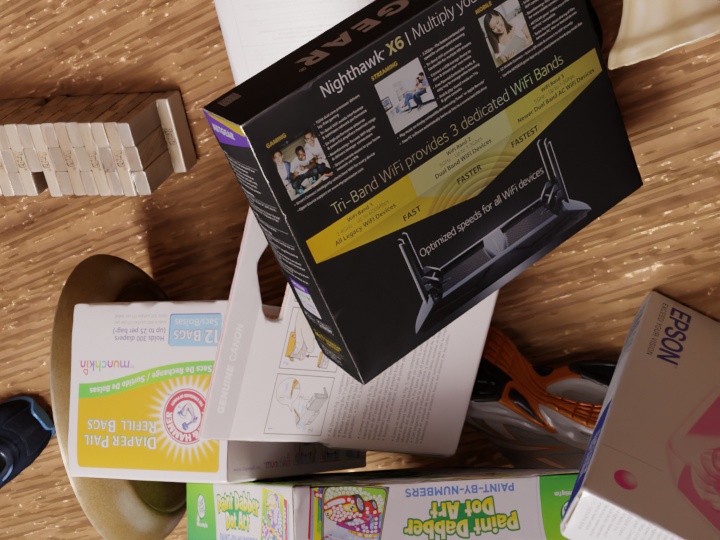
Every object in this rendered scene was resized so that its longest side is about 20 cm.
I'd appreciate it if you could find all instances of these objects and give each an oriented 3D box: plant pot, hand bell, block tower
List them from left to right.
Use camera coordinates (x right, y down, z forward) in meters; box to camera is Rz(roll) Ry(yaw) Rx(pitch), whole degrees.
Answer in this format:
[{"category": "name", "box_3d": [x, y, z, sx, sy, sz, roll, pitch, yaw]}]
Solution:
[{"category": "block tower", "box_3d": [-0.215, -0.085, 0.864, 0.198, 0.058, 0.055, 0, 119, 22]}, {"category": "plant pot", "box_3d": [-0.148, 0.086, 0.850, 0.027, 0.200, 0.202, -11, 114, 14]}, {"category": "hand bell", "box_3d": [0.141, -0.214, 0.631, 0.103, 0.104, 0.202, -16, 99, 30]}]

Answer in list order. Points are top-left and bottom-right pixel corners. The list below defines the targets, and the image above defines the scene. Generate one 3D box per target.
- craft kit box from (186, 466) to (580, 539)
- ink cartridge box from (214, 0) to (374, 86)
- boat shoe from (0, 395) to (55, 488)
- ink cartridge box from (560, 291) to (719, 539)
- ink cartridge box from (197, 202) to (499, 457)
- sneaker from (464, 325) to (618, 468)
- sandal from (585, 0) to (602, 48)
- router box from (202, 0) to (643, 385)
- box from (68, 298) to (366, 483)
[{"category": "craft kit box", "box_3d": [0.013, 0.146, 0.779, 0.200, 0.195, 0.049, 161, 111, -65]}, {"category": "ink cartridge box", "box_3d": [-0.015, -0.104, 0.764, 0.103, 0.059, 0.202, -1, 117, 23]}, {"category": "boat shoe", "box_3d": [-0.337, 0.165, 1.052, 0.084, 0.069, 0.200, 45, 125, -6]}, {"category": "ink cartridge box", "box_3d": [0.227, 0.115, 0.700, 0.198, 0.197, 0.044, 24, 127, 8]}, {"category": "ink cartridge box", "box_3d": [0.000, 0.000, 0.710, 0.045, 0.175, 0.202, 28, 106, 57]}, {"category": "sneaker", "box_3d": [0.096, 0.096, 0.826, 0.198, 0.076, 0.093, 17, 135, 20]}, {"category": "sandal", "box_3d": [0.066, -0.185, 0.689, 0.075, 0.048, 0.201, -30, 103, 34]}, {"category": "router box", "box_3d": [0.040, -0.063, 0.654, 0.052, 0.199, 0.158, 30, 150, 57]}, {"category": "box", "box_3d": [-0.081, 0.076, 0.797, 0.111, 0.200, 0.103, -2, 84, 24]}]
